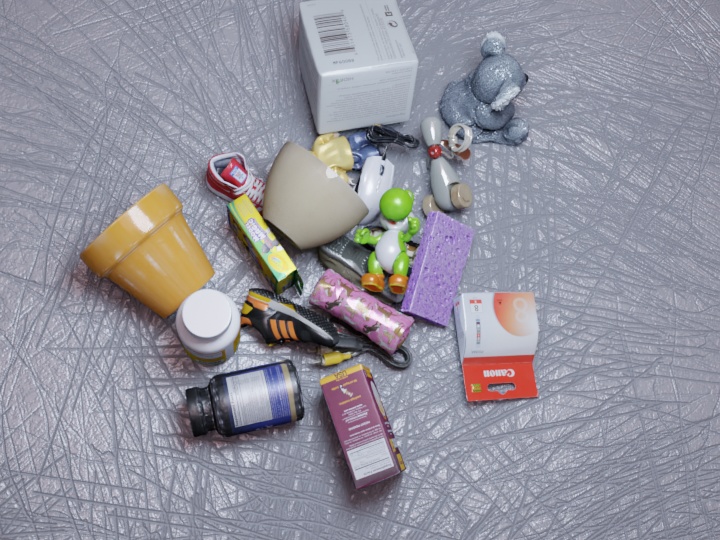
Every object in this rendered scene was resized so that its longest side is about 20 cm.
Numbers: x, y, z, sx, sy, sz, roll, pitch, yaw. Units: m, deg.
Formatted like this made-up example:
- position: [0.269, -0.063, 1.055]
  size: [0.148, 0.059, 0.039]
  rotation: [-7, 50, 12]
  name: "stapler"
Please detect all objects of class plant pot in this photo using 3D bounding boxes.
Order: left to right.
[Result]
- position: [-0.367, -0.023, 1.520]
  size: [0.200, 0.200, 0.184]
  rotation: [-44, 100, -17]
  name: "plant pot"
- position: [-0.103, -0.119, 1.543]
  size: [0.200, 0.200, 0.135]
  rotation: [40, 84, 4]
  name: "plant pot"

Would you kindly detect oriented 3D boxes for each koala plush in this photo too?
- position: [0.263, -0.361, 1.686]
  size: [0.182, 0.200, 0.179]
  rotation: [-5, 75, -9]
  name: "koala plush"

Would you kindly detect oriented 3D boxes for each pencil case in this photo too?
- position: [0.000, 0.075, 1.568]
  size: [0.199, 0.087, 0.083]
  rotation: [31, 45, 5]
  name: "pencil case"

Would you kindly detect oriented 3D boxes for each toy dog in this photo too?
- position: [0.176, -0.202, 1.681]
  size: [0.131, 0.096, 0.202]
  rotation: [13, 104, 34]
  name: "toy dog"

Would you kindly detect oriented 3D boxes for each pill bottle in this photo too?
- position: [-0.266, 0.097, 1.482]
  size: [0.110, 0.200, 0.112]
  rotation: [2, 74, -7]
  name: "pill bottle"
- position: [-0.206, 0.232, 1.499]
  size: [0.198, 0.112, 0.113]
  rotation: [-11, 76, -10]
  name: "pill bottle"

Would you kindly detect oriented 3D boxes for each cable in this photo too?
- position: [-0.001, 0.142, 1.602]
  size: [0.198, 0.050, 0.098]
  rotation: [10, 56, -18]
  name: "cable"

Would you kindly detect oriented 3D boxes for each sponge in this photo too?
- position: [0.149, -0.002, 1.614]
  size: [0.111, 0.030, 0.202]
  rotation: [24, 79, -38]
  name: "sponge"

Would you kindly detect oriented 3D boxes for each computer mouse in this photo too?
- position: [0.036, -0.183, 1.649]
  size: [0.109, 0.044, 0.202]
  rotation: [18, 94, -25]
  name: "computer mouse"

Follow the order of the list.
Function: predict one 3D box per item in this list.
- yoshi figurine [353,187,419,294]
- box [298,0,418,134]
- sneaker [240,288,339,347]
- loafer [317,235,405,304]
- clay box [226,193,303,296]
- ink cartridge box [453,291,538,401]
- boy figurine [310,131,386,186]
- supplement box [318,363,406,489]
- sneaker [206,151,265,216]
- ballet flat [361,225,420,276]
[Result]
- position: [0.055, -0.066, 1.537]
  size: [0.112, 0.112, 0.202]
  rotation: [17, 72, -22]
  name: "yoshi figurine"
- position: [-0.010, -0.406, 1.654]
  size: [0.198, 0.172, 0.200]
  rotation: [-10, 60, -11]
  name: "box"
- position: [-0.133, 0.109, 1.558]
  size: [0.199, 0.070, 0.091]
  rotation: [27, 100, 16]
  name: "sneaker"
- position: [0.000, 0.000, 1.620]
  size: [0.199, 0.070, 0.075]
  rotation: [37, 52, 7]
  name: "loafer"
- position: [-0.178, -0.035, 1.577]
  size: [0.047, 0.115, 0.201]
  rotation: [-32, 80, -14]
  name: "clay box"
- position: [0.266, 0.141, 1.607]
  size: [0.161, 0.050, 0.202]
  rotation: [0, 71, -20]
  name: "ink cartridge box"
- position: [-0.049, -0.219, 1.674]
  size: [0.198, 0.064, 0.125]
  rotation: [-20, 78, -12]
  name: "boy figurine"
- position: [0.005, 0.278, 1.507]
  size: [0.085, 0.110, 0.202]
  rotation: [-22, 78, 5]
  name: "supplement box"
- position: [-0.204, -0.158, 1.609]
  size: [0.198, 0.113, 0.072]
  rotation: [22, 71, -1]
  name: "sneaker"
- position: [0.089, -0.034, 1.638]
  size: [0.199, 0.073, 0.074]
  rotation: [26, 72, 0]
  name: "ballet flat"
